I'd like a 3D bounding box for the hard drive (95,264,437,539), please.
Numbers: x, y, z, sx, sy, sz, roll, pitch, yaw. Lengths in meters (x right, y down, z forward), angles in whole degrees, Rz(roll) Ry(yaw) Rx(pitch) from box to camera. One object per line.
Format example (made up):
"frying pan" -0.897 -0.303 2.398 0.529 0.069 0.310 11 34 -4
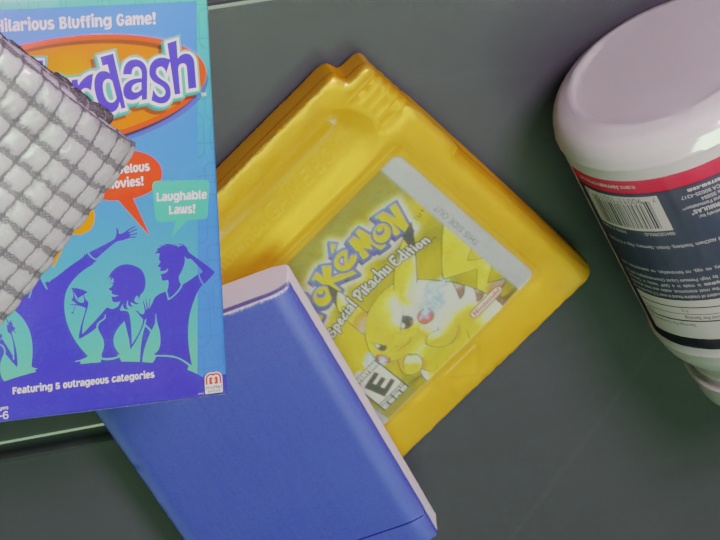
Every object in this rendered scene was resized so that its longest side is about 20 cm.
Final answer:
"hard drive" -0.057 0.095 1.317 0.132 0.025 0.200 -20 126 14

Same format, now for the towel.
"towel" -0.220 -0.052 1.021 0.200 0.086 0.166 37 96 -35

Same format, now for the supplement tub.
"supplement tub" 0.200 -0.036 1.280 0.140 0.140 0.200 -30 121 1

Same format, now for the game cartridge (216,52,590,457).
"game cartridge" 0.000 0.000 1.305 0.176 0.032 0.200 -45 121 10

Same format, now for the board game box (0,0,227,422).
"board game box" -0.145 -0.032 1.143 0.152 0.045 0.200 -7 98 -24
